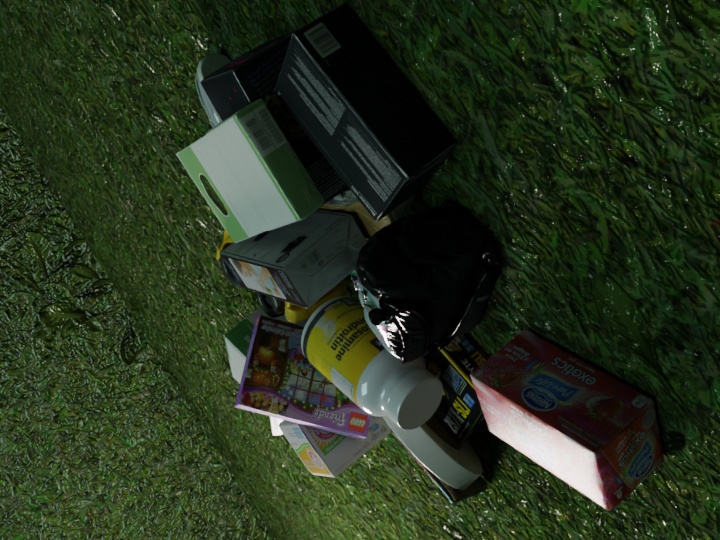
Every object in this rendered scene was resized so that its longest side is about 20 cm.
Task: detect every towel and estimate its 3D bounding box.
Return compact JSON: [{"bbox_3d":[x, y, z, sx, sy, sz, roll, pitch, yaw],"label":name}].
[{"bbox_3d":[0.118,0.282,1.591,0.147,0.022,0.200,48,-170,17],"label":"towel"}]

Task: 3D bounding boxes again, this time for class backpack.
[{"bbox_3d":[0.069,0.019,1.263,0.200,0.166,0.127,85,160,-60],"label":"backpack"}]

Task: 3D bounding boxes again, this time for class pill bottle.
[{"bbox_3d":[0.017,0.127,1.443,0.200,0.112,0.112,37,154,39],"label":"pill bottle"}]

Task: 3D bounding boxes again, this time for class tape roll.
[{"bbox_3d":[0.096,0.230,1.539,0.203,0.037,0.203,44,-172,-8],"label":"tape roll"}]

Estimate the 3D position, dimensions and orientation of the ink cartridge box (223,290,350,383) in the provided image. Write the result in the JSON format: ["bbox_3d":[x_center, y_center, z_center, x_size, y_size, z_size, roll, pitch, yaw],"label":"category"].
[{"bbox_3d":[-0.110,0.103,1.697,0.083,0.200,0.147,41,157,24],"label":"ink cartridge box"}]

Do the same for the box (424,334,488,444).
[{"bbox_3d":[0.118,0.142,1.472,0.160,0.049,0.200,47,158,15],"label":"box"}]

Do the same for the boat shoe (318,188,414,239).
[{"bbox_3d":[0.005,-0.076,1.344,0.200,0.069,0.071,2,129,59],"label":"boat shoe"}]

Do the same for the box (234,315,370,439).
[{"bbox_3d":[-0.073,0.159,1.573,0.199,0.137,0.039,16,164,-13],"label":"box"}]

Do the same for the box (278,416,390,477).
[{"bbox_3d":[-0.011,0.222,1.661,0.102,0.200,0.112,56,160,-5],"label":"box"}]

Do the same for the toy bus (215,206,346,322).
[{"bbox_3d":[-0.112,-0.051,1.588,0.200,0.136,0.192,40,139,30],"label":"toy bus"}]

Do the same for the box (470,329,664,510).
[{"bbox_3d":[0.229,0.163,1.190,0.200,0.095,0.100,31,150,47],"label":"box"}]

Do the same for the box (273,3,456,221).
[{"bbox_3d":[0.000,-0.173,1.191,0.200,0.079,0.141,52,157,5],"label":"box"}]

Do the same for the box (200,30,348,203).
[{"bbox_3d":[-0.094,-0.182,1.341,0.200,0.106,0.122,61,157,-16],"label":"box"}]

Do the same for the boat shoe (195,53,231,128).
[{"bbox_3d":[-0.178,-0.215,1.538,0.201,0.070,0.071,64,160,-7],"label":"boat shoe"}]

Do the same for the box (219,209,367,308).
[{"bbox_3d":[-0.085,-0.023,1.357,0.200,0.117,0.060,12,138,58],"label":"box"}]

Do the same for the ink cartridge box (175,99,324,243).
[{"bbox_3d":[-0.140,-0.116,1.314,0.146,0.048,0.200,58,153,-10],"label":"ink cartridge box"}]

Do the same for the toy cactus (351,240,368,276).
[{"bbox_3d":[0.000,0.000,1.466,0.200,0.102,0.165,1,134,55],"label":"toy cactus"}]

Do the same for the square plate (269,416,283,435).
[{"bbox_3d":[-0.065,0.171,1.701,0.028,0.198,0.200,44,157,23],"label":"square plate"}]
